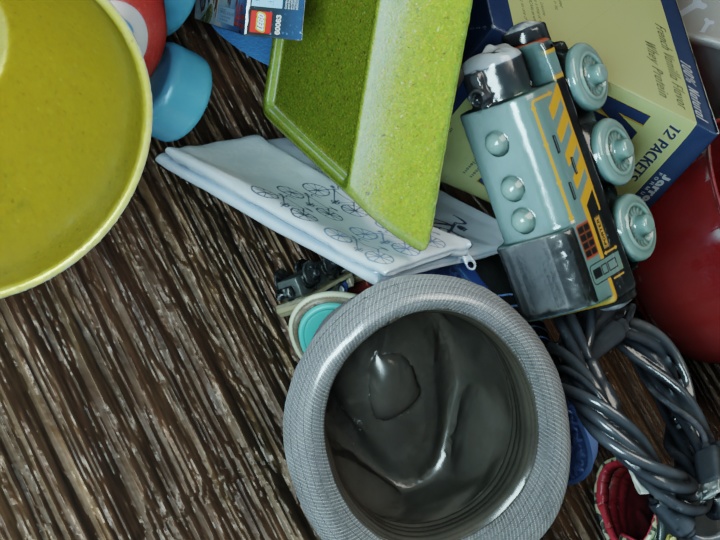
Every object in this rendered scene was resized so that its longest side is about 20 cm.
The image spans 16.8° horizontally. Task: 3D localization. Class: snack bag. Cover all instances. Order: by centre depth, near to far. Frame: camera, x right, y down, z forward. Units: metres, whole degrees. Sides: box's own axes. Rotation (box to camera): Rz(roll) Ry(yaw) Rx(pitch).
[{"bbox_3d":[-0.004,-0.047,1.589,0.188,0.021,0.200,29,22,28],"label":"snack bag"}]

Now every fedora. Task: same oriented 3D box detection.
[{"bbox_3d":[0.031,0.089,1.491,0.200,0.177,0.090,62,-9,-24],"label":"fedora"}]

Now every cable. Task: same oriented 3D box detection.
[{"bbox_3d":[0.182,0.089,1.636,0.163,0.051,0.200,36,27,-24],"label":"cable"}]

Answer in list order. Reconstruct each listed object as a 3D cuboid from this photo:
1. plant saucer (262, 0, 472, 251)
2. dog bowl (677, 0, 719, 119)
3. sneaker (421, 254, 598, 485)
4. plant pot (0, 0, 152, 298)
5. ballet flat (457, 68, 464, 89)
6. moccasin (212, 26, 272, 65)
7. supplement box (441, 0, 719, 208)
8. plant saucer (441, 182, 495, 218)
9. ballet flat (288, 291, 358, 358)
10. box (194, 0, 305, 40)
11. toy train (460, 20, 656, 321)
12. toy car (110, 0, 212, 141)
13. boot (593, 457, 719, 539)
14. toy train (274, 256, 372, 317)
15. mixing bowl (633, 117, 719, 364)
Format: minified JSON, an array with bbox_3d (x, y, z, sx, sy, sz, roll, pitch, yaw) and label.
[{"bbox_3d":[-0.005,-0.139,1.514,0.048,0.200,0.200,-2,25,-25],"label":"plant saucer"},{"bbox_3d":[0.268,-0.137,1.951,0.200,0.200,0.059,39,44,-19],"label":"dog bowl"},{"bbox_3d":[0.104,0.049,1.657,0.200,0.070,0.078,56,33,-10],"label":"sneaker"},{"bbox_3d":[-0.227,-0.101,1.322,0.200,0.200,0.142,30,11,-31],"label":"plant pot"},{"bbox_3d":[0.009,-0.130,1.607,0.068,0.069,0.200,18,6,-18],"label":"ballet flat"},{"bbox_3d":[-0.096,-0.223,1.684,0.200,0.080,0.068,45,18,-18],"label":"moccasin"},{"bbox_3d":[0.124,-0.153,1.759,0.199,0.134,0.200,22,37,-27],"label":"supplement box"},{"bbox_3d":[0.115,-0.072,1.838,0.200,0.037,0.201,32,38,-28],"label":"plant saucer"},{"bbox_3d":[0.028,0.064,1.574,0.200,0.069,0.070,37,34,-27],"label":"ballet flat"},{"bbox_3d":[-0.067,-0.220,1.545,0.038,0.137,0.200,3,7,-13],"label":"box"},{"bbox_3d":[0.125,-0.061,1.586,0.114,0.085,0.200,-29,102,-54],"label":"toy train"},{"bbox_3d":[-0.139,-0.212,1.504,0.184,0.200,0.177,24,41,-35],"label":"toy car"},{"bbox_3d":[0.248,0.219,1.679,0.154,0.073,0.204,18,38,-39],"label":"boot"},{"bbox_3d":[0.000,0.000,1.625,0.200,0.034,0.046,-26,99,-58],"label":"toy train"},{"bbox_3d":[0.272,-0.004,1.880,0.200,0.108,0.200,44,32,-36],"label":"mixing bowl"}]
